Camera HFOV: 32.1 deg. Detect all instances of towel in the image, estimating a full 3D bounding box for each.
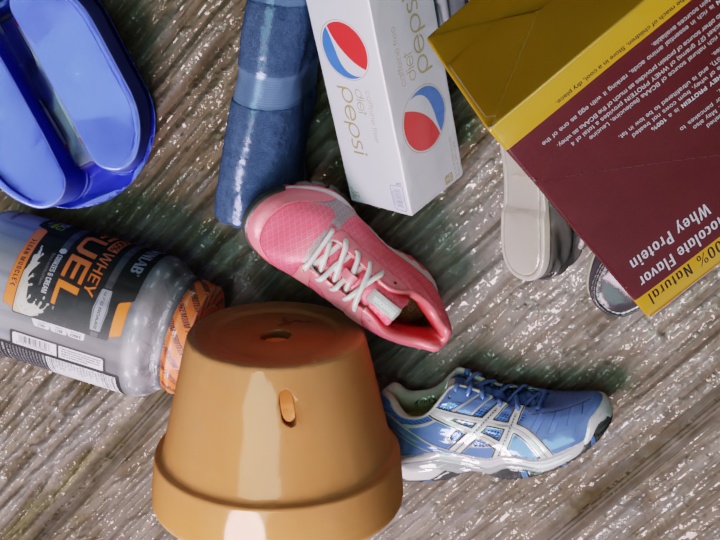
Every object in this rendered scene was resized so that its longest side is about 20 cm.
[{"bbox_3d":[-0.062,-0.135,0.940,0.048,0.112,0.201,17,114,10],"label":"towel"}]

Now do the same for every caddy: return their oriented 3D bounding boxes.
[{"bbox_3d":[-0.249,-0.143,0.998,0.141,0.105,0.201,-27,103,-1],"label":"caddy"}]

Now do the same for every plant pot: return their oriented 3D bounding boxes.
[{"bbox_3d":[-0.066,0.112,0.973,0.199,0.200,0.141,5,110,14],"label":"plant pot"}]

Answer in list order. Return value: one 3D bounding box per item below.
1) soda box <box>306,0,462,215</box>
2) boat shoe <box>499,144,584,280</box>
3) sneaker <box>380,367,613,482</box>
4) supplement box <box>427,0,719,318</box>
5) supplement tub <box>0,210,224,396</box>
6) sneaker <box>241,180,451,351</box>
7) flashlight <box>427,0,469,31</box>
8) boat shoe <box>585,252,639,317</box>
[{"bbox_3d":[0.018,-0.145,0.907,0.063,0.068,0.201,17,132,39],"label":"soda box"},{"bbox_3d":[0.142,-0.092,0.940,0.067,0.057,0.201,21,117,47],"label":"boat shoe"},{"bbox_3d":[0.104,0.121,1.014,0.199,0.076,0.077,-11,112,18],"label":"sneaker"},{"bbox_3d":[0.189,-0.119,0.803,0.197,0.133,0.200,-39,125,11],"label":"supplement box"},{"bbox_3d":[-0.223,0.031,1.046,0.199,0.123,0.123,16,114,8],"label":"supplement tub"},{"bbox_3d":[0.000,0.000,0.947,0.200,0.087,0.074,31,102,-34],"label":"sneaker"},{"bbox_3d":[0.039,-0.270,0.890,0.068,0.068,0.201,-11,112,6],"label":"flashlight"},{"bbox_3d":[0.237,-0.037,0.921,0.072,0.065,0.200,40,116,-4],"label":"boat shoe"}]
